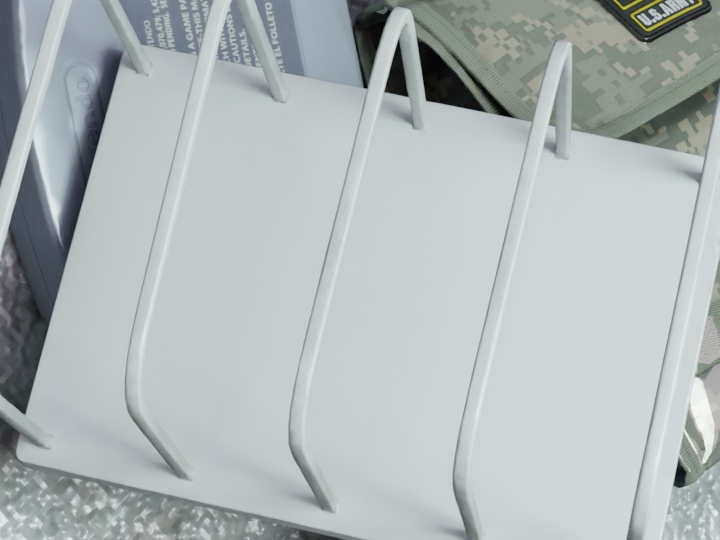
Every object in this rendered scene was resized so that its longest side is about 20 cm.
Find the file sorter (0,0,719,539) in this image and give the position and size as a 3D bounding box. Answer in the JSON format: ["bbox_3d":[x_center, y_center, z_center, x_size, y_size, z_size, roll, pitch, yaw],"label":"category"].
[{"bbox_3d":[0.000,0.000,0.672,0.199,0.125,0.139,12,77,9],"label":"file sorter"}]

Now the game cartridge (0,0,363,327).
[{"bbox_3d":[-0.059,-0.050,0.788,0.133,0.041,0.201,-12,93,-29],"label":"game cartridge"}]

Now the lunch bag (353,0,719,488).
[{"bbox_3d":[0.105,-0.044,0.847,0.164,0.117,0.201,-29,96,-31],"label":"lunch bag"}]
